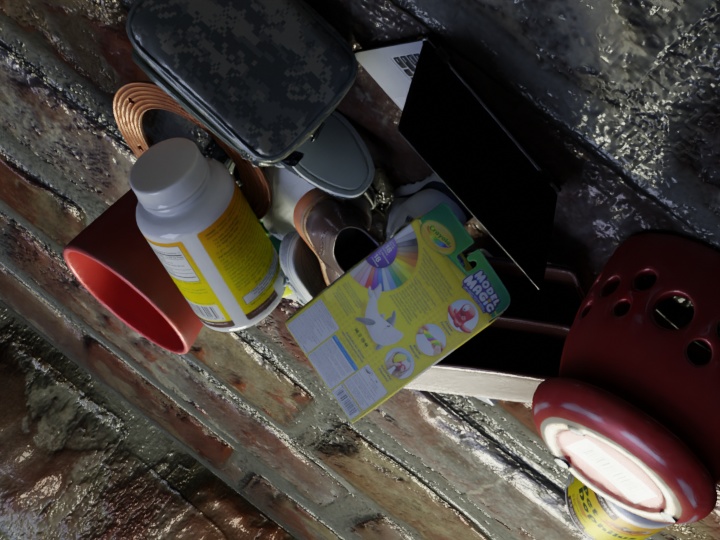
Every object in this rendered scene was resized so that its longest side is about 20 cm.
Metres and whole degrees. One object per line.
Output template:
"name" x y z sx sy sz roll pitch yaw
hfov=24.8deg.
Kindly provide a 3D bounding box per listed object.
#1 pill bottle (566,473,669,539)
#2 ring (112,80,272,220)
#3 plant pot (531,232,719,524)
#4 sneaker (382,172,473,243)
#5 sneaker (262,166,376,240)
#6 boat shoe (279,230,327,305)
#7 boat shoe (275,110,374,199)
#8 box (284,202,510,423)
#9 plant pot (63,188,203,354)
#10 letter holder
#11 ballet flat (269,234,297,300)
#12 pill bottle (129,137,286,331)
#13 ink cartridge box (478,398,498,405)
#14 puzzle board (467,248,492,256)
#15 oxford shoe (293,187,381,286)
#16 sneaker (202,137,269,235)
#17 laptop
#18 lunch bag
"pill bottle" 0.287 0.220 1.698 0.109 0.110 0.200 36 161 5
"ring" -0.172 -0.125 1.696 0.199 0.019 0.201 28 152 16
"plant pot" 0.258 0.098 1.380 0.199 0.183 0.201 32 159 14
"sneaker" 0.051 -0.035 1.609 0.076 0.081 0.200 36 163 -1
"sneaker" -0.041 -0.061 1.730 0.115 0.074 0.201 35 161 16
"boat shoe" -0.049 0.007 1.739 0.064 0.075 0.202 10 169 21
"boat shoe" -0.063 -0.134 1.610 0.200 0.075 0.060 45 164 19
"box" 0.038 0.035 1.490 0.118 0.199 0.048 55 -153 5
"plant pot" -0.238 -0.027 2.014 0.199 0.178 0.201 33 161 13
"letter holder" 0.106 0.052 1.535 0.197 0.102 0.142 5 161 17
"ballet flat" -0.073 -0.001 1.860 0.067 0.066 0.200 54 -174 -13
"pill bottle" -0.159 -0.038 1.677 0.109 0.109 0.201 21 151 41
"ink cartridge box" 0.054 0.055 1.844 0.199 0.041 0.200 24 159 50
"puzzle board" 0.144 0.040 1.714 0.151 0.017 0.200 43 161 -9
"oxford shoe" 0.000 0.000 1.655 0.073 0.071 0.200 44 177 43
"sneaker" -0.131 -0.101 1.826 0.084 0.079 0.200 23 165 13
"laptop" 0.071 -0.091 1.382 0.187 0.116 0.199 47 160 -23
"lunch bag" -0.105 -0.191 1.462 0.200 0.140 0.168 41 180 -5
